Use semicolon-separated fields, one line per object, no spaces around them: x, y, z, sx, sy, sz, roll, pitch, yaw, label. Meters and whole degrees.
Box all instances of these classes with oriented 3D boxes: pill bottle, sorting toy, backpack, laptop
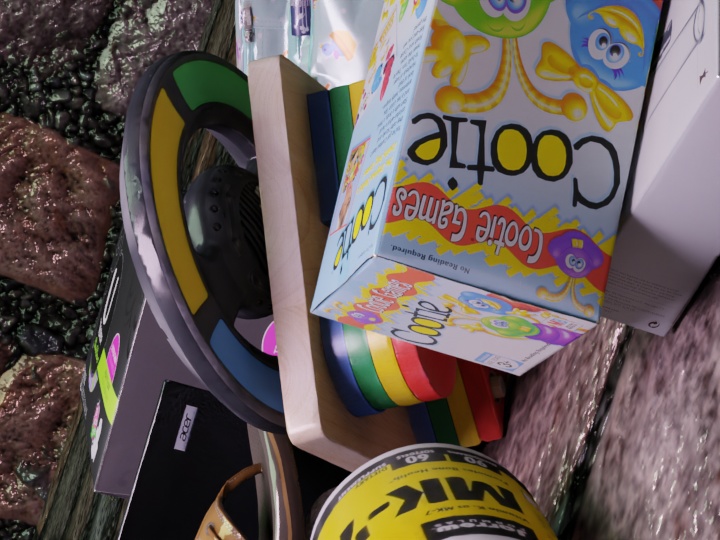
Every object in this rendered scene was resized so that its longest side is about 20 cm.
0.042;0.154;1.151;0.200;0.114;0.114;-120;49;-75;pill bottle
0.021;0.004;1.392;0.200;0.069;0.199;33;-132;-65;sorting toy
0.004;-0.112;1.607;0.176;0.153;0.200;-49;-47;-77;backpack
-0.057;0.163;1.486;0.200;0.103;0.178;19;-93;-76;laptop

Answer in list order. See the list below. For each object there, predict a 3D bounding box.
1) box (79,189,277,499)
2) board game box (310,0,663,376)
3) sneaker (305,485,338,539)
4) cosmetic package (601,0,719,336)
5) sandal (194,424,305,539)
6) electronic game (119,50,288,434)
-0.089;0.047;1.594;0.200;0.124;0.149;-119;44;-74;box
0.060;-0.071;1.172;0.105;0.103;0.200;138;147;-68;board game box
0.005;0.218;1.366;0.115;0.075;0.200;98;168;-53;sneaker
0.146;-0.095;1.187;0.200;0.052;0.151;-83;17;-44;cosmetic package
-0.059;0.158;1.367;0.082;0.054;0.200;128;144;-77;sandal
-0.059;-0.015;1.349;0.042;0.200;0.200;-20;40;24;electronic game
